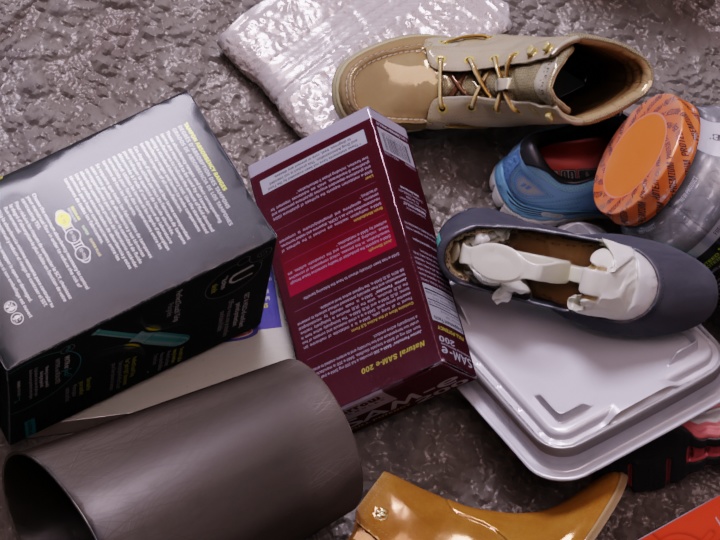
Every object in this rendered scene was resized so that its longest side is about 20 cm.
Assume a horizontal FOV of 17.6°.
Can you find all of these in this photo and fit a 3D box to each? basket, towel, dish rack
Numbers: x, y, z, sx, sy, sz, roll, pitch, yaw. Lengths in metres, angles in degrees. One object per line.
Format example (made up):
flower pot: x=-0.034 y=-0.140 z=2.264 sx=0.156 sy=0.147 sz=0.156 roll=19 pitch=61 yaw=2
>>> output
basket: x=-0.111 y=0.146 z=1.531 sx=0.199 sy=0.180 sz=0.137 roll=-23 pitch=112 yaw=-26
towel: x=0.008 y=-0.180 z=1.754 sx=0.200 sy=0.035 sz=0.133 roll=-37 pitch=74 yaw=-21
dish rack: x=0.147 y=0.045 z=1.622 sx=0.171 sy=0.044 sz=0.200 roll=-26 pitch=48 yaw=-18

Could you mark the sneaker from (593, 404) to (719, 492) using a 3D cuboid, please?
sneaker: x=0.230 y=0.099 z=1.647 sx=0.199 sy=0.074 sz=0.087 roll=-4 pitch=44 yaw=-7

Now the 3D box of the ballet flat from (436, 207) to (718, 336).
ballet flat: x=0.142 y=0.004 z=1.575 sx=0.199 sy=0.073 sz=0.073 roll=14 pitch=63 yaw=17

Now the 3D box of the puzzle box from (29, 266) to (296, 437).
puzzle box: x=-0.148 y=0.042 z=1.635 sx=0.199 sy=0.025 sz=0.134 roll=-6 pitch=66 yaw=-10

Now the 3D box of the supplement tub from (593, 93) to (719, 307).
supplement tub: x=0.270 y=-0.035 z=1.636 sx=0.199 sy=0.122 sz=0.123 roll=30 pitch=62 yaw=-23

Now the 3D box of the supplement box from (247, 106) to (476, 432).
supplement box: x=0.000 y=0.000 z=1.628 sx=0.108 sy=0.061 sz=0.201 roll=-25 pitch=66 yaw=22

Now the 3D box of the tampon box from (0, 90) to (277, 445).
tampon box: x=-0.175 y=-0.001 z=1.553 sx=0.199 sy=0.150 sz=0.127 roll=-26 pitch=72 yaw=-18

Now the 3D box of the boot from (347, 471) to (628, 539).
boot: x=0.075 y=0.177 z=1.577 sx=0.144 sy=0.071 sz=0.201 roll=38 pitch=70 yaw=10

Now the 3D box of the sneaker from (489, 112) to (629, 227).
sneaker: x=0.199 y=-0.076 z=1.700 sx=0.199 sy=0.090 sz=0.079 roll=-8 pitch=67 yaw=-12

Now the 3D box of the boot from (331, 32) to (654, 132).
boot: x=0.093 y=-0.134 z=1.663 sx=0.199 sy=0.155 sz=0.073 roll=-3 pitch=96 yaw=-22

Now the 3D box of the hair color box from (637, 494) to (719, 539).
hair color box: x=0.237 y=0.197 z=1.573 sx=0.199 sy=0.102 sz=0.061 roll=-26 pitch=72 yaw=-19
